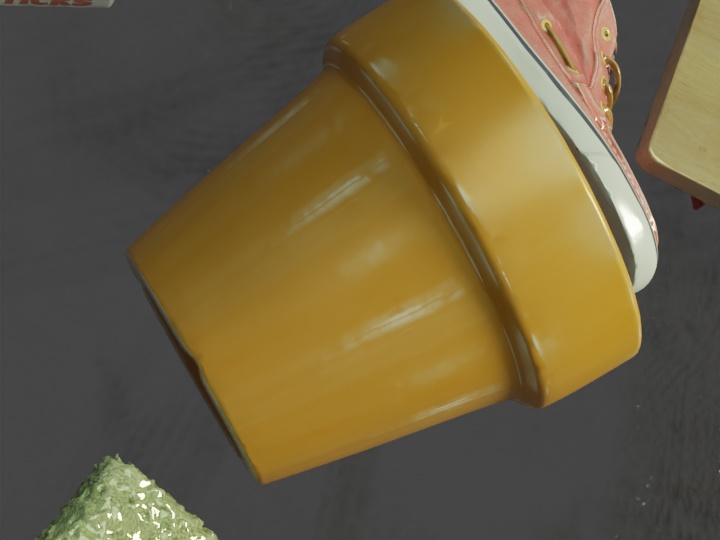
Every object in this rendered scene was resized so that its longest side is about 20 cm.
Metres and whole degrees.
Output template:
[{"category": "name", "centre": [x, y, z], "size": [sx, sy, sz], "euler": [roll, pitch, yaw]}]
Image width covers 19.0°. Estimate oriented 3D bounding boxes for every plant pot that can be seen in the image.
[{"category": "plant pot", "centre": [0.000, 0.000, 0.992], "size": [0.183, 0.200, 0.201], "euler": [-31, 86, -7]}]

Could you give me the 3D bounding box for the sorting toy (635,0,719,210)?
[{"category": "sorting toy", "centre": [0.254, -0.093, 1.154], "size": [0.199, 0.070, 0.200], "euler": [26, 70, -10]}]

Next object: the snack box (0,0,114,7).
[{"category": "snack box", "centre": [-0.218, -0.168, 1.043], "size": [0.199, 0.024, 0.072], "euler": [0, 77, -18]}]

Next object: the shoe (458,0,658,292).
[{"category": "shoe", "centre": [0.107, -0.085, 1.086], "size": [0.091, 0.072, 0.201], "euler": [-25, 73, -34]}]

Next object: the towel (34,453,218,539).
[{"category": "towel", "centre": [-0.086, 0.194, 0.958], "size": [0.200, 0.036, 0.149], "euler": [49, 64, -20]}]
